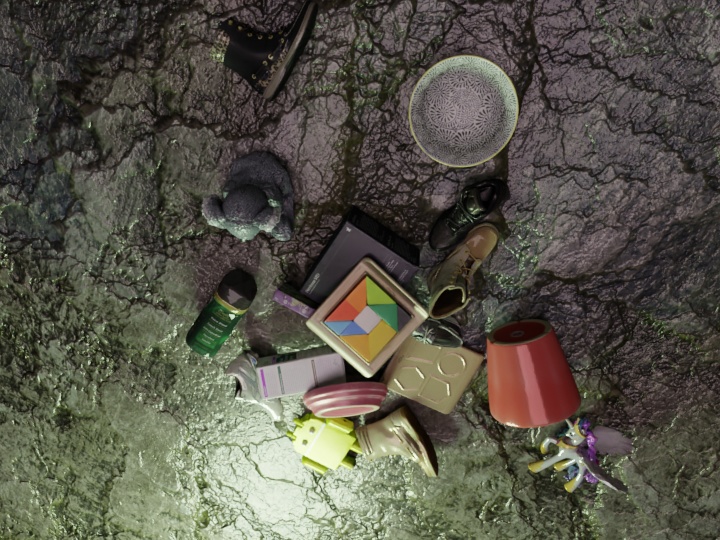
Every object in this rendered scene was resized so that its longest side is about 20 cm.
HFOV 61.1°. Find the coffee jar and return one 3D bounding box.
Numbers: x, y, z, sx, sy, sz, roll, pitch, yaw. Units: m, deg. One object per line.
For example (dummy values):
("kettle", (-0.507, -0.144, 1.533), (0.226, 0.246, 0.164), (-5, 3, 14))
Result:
("coffee jar", (-0.316, 0.097, 1.398), (0.085, 0.105, 0.201), (33, 114, -11))

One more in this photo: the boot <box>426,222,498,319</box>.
("boot", (0.213, 0.002, 1.258), (0.072, 0.155, 0.200), (39, 113, -11))

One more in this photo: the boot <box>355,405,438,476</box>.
("boot", (0.093, 0.446, 1.516), (0.154, 0.073, 0.201), (-27, 106, 17))

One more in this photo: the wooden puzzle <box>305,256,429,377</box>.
("wooden puzzle", (0.014, 0.101, 1.260), (0.185, 0.037, 0.200), (42, 101, -9))

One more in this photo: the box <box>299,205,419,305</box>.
("box", (0.000, 0.000, 1.313), (0.181, 0.104, 0.201), (33, 114, -9))

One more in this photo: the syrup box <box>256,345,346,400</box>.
("syrup box", (-0.137, 0.233, 1.414), (0.198, 0.079, 0.082), (-9, 98, -5))

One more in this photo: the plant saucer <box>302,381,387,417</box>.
("plant saucer", (-0.033, 0.303, 1.412), (0.198, 0.201, 0.051), (-12, 68, 12))

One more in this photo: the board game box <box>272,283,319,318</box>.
("board game box", (-0.094, 0.091, 1.349), (0.199, 0.120, 0.033), (29, 91, 0))

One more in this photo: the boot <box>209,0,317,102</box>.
("boot", (-0.185, -0.446, 1.158), (0.153, 0.074, 0.204), (32, 114, -5))

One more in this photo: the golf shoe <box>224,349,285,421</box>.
("golf shoe", (-0.258, 0.294, 1.473), (0.078, 0.097, 0.201), (-4, 117, 58))

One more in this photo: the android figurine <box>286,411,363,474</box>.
("android figurine", (-0.090, 0.435, 1.554), (0.199, 0.041, 0.183), (28, 114, -7))

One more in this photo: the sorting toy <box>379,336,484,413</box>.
("sorting toy", (0.165, 0.232, 1.437), (0.198, 0.037, 0.186), (22, 115, -7))

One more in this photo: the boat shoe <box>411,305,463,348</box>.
("boat shoe", (0.146, 0.124, 1.324), (0.198, 0.071, 0.073), (11, 121, -29))

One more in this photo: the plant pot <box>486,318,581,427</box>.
("plant pot", (0.360, 0.213, 1.324), (0.198, 0.201, 0.179), (-13, 103, 13))

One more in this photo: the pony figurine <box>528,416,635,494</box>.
("pony figurine", (0.521, 0.435, 1.428), (0.192, 0.167, 0.201), (29, 130, 2))

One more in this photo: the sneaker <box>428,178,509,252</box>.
("sneaker", (0.205, -0.112, 1.226), (0.199, 0.114, 0.077), (-39, 76, 21))

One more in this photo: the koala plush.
("koala plush", (-0.226, -0.132, 1.231), (0.175, 0.200, 0.186), (12, 115, 2))

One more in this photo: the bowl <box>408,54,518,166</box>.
("bowl", (0.192, -0.307, 1.158), (0.198, 0.094, 0.203), (2, 114, 6))
